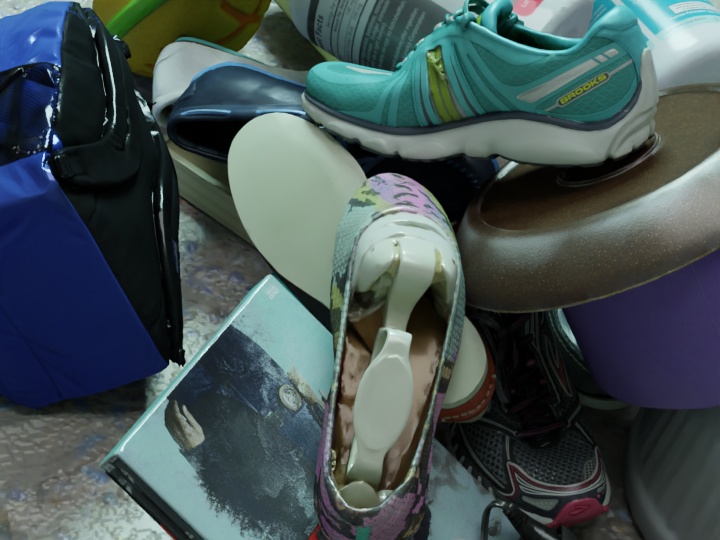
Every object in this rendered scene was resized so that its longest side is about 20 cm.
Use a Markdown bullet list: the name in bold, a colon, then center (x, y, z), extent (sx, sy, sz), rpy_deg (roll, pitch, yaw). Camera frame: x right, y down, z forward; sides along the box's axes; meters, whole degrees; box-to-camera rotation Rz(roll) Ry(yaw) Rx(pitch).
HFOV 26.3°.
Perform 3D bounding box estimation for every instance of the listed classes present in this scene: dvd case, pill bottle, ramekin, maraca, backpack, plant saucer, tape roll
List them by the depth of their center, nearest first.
- **dvd case**: center (-0.012, 0.114, 0.739), extent (0.200, 0.022, 0.146), rpy_deg (46, 45, -6)
- **plant saucer**: center (0.130, -0.045, 0.782), extent (0.199, 0.032, 0.200), rpy_deg (-24, 18, 8)
- **tape roll**: center (0.196, -0.019, 0.802), extent (0.199, 0.085, 0.200), rpy_deg (-23, 20, 9)
- **ramekin**: center (0.249, 0.095, 0.824), extent (0.200, 0.095, 0.203), rpy_deg (6, 42, -5)
- **backpack**: center (-0.191, -0.048, 0.851), extent (0.166, 0.163, 0.201), rpy_deg (-11, 44, 7)
- **pill bottle**: center (0.028, -0.164, 0.909), extent (0.199, 0.111, 0.111), rpy_deg (34, 46, 14)
- **maraca**: center (-0.107, -0.194, 1.022), extent (0.107, 0.200, 0.137), rpy_deg (54, 51, -7)
- **pill bottle**: center (0.189, -0.170, 1.094), extent (0.110, 0.111, 0.201), rpy_deg (-12, 46, -22)

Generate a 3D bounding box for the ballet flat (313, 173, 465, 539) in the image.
- **ballet flat**: center (0.016, 0.034, 0.723), extent (0.068, 0.071, 0.202), rpy_deg (10, 65, -3)

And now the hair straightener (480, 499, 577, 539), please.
- **hair straightener**: center (0.134, 0.181, 0.732), extent (0.199, 0.041, 0.077), rpy_deg (37, 48, 13)

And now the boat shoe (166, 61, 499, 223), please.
- **boat shoe**: center (-0.020, -0.060, 0.893), extent (0.198, 0.085, 0.069), rpy_deg (13, 38, 22)

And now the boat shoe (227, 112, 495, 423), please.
- **boat shoe**: center (0.000, 0.000, 0.818), extent (0.071, 0.063, 0.200), rpy_deg (-41, 70, -1)

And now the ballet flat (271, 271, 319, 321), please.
- **ballet flat**: center (-0.023, 0.062, 0.843), extent (0.071, 0.072, 0.201), rpy_deg (7, 42, -2)

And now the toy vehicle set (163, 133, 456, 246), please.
- **toy vehicle set**: center (-0.023, -0.051, 0.985), extent (0.199, 0.027, 0.124), rpy_deg (34, 47, 25)

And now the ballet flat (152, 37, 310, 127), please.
- **ballet flat**: center (-0.040, -0.095, 0.971), extent (0.198, 0.070, 0.070), rpy_deg (13, 41, 9)

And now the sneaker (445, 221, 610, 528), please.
- **sneaker**: center (0.078, 0.057, 0.849), extent (0.080, 0.075, 0.201), rpy_deg (-8, 45, -19)

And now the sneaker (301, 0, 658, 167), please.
- **sneaker**: center (0.059, -0.102, 0.796), extent (0.198, 0.080, 0.077), rpy_deg (3, 21, 30)

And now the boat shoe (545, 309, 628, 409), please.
- **boat shoe**: center (0.132, -0.004, 0.936), extent (0.072, 0.062, 0.201), rpy_deg (5, 43, -9)

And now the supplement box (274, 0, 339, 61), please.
- **supplement box**: center (0.044, -0.243, 1.062), extent (0.133, 0.201, 0.200), rpy_deg (-2, 40, -38)
